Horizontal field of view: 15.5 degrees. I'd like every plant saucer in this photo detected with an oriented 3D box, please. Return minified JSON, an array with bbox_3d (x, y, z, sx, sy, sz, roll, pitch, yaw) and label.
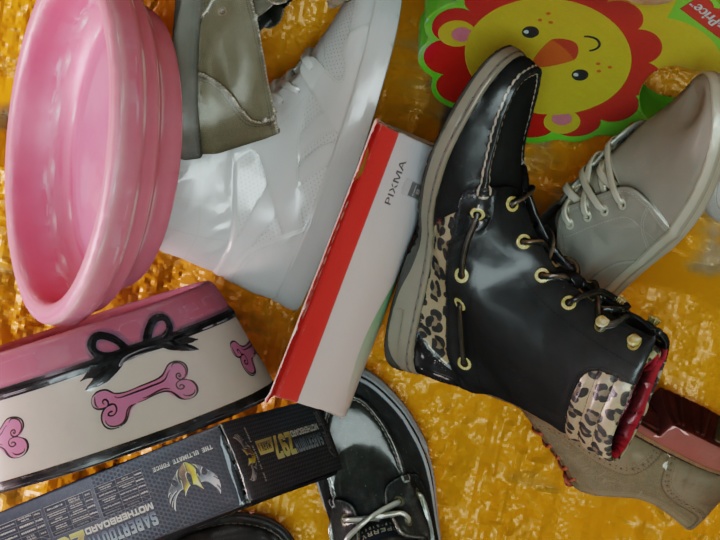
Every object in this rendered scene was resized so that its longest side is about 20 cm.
[{"bbox_3d":[-0.146,-0.070,1.458,0.050,0.200,0.202,4,106,-24],"label":"plant saucer"}]

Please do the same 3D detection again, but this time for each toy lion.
[{"bbox_3d":[0.140,-0.125,1.474,0.199,0.069,0.191,31,134,-31],"label":"toy lion"}]

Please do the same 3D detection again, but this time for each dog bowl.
[{"bbox_3d":[-0.151,0.065,1.489,0.199,0.200,0.074,-17,92,5],"label":"dog bowl"}]

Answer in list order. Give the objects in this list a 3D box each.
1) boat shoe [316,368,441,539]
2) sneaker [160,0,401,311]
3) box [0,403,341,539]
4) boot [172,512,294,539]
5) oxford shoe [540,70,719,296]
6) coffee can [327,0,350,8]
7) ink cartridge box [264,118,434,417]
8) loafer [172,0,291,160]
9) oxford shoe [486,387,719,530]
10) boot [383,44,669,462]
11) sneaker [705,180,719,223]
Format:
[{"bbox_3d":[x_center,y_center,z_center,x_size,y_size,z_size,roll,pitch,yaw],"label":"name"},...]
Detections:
[{"bbox_3d":[0.017,0.152,1.566,0.072,0.071,0.201,-20,100,7],"label":"boat shoe"},{"bbox_3d":[-0.054,-0.087,1.506,0.115,0.074,0.201,20,103,-5],"label":"sneaker"},{"bbox_3d":[-0.127,0.134,1.500,0.199,0.158,0.051,-23,84,17],"label":"box"},{"bbox_3d":[-0.130,0.222,1.534,0.199,0.174,0.070,-24,103,7],"label":"boot"},{"bbox_3d":[0.145,-0.040,1.476,0.057,0.076,0.200,16,141,-19],"label":"oxford shoe"},{"bbox_3d":[-0.005,-0.263,1.412,0.146,0.146,0.201,-30,97,8],"label":"coffee can"},{"bbox_3d":[0.000,0.000,1.447,0.050,0.200,0.162,21,91,-1],"label":"ink cartridge box"},{"bbox_3d":[-0.069,-0.160,1.470,0.069,0.075,0.202,3,85,-3],"label":"loafer"},{"bbox_3d":[0.127,0.095,1.553,0.199,0.071,0.075,25,110,-3],"label":"oxford shoe"},{"bbox_3d":[0.105,-0.006,1.447,0.153,0.073,0.205,27,119,22],"label":"boot"},{"bbox_3d":[0.292,-0.045,1.501,0.198,0.092,0.076,1,104,1],"label":"sneaker"}]
